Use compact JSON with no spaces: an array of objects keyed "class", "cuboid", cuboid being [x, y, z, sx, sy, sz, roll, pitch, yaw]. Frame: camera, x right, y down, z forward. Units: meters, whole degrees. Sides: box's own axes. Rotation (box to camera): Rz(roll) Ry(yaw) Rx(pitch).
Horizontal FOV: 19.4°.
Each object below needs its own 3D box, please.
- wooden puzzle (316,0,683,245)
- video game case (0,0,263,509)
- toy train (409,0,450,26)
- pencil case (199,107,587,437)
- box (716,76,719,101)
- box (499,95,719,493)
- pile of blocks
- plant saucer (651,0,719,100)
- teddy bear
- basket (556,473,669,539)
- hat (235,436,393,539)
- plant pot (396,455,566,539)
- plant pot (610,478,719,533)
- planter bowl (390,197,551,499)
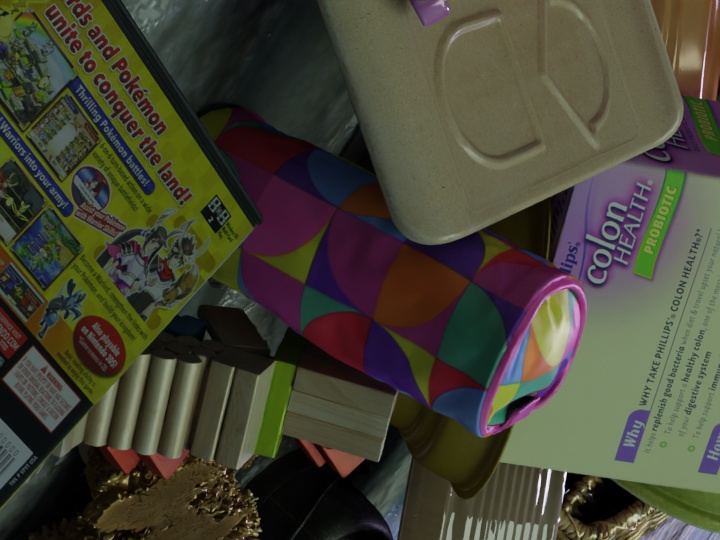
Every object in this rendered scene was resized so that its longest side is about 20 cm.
[{"class":"wooden puzzle","cuboid":[0.049,-0.120,0.928,0.046,0.186,0.199,-15,-174,44]},{"class":"video game case","cuboid":[-0.138,-0.015,0.789,0.181,0.025,0.200,-48,142,-13]},{"class":"toy train","cuboid":[0.086,-0.161,0.831,0.150,0.056,0.200,-31,-175,-20]},{"class":"pencil case","cuboid":[0.000,0.000,0.923,0.088,0.199,0.089,-41,146,-36]},{"class":"box","cuboid":[0.264,-0.137,1.348,0.200,0.101,0.113,-30,148,-44]},{"class":"box","cuboid":[0.175,0.013,1.074,0.097,0.199,0.177,-100,-159,-60]},{"class":"pile of blocks","cuboid":[-0.075,0.058,0.936,0.199,0.082,0.063,8,109,-20]},{"class":"plant saucer","cuboid":[0.178,-0.134,1.153,0.200,0.037,0.202,8,90,-77]},{"class":"teddy bear","cuboid":[-0.103,0.110,1.047,0.145,0.067,0.200,-36,158,3]},{"class":"basket","cuboid":[0.172,0.089,1.432,0.200,0.142,0.149,-48,157,-13]},{"class":"hat","cuboid":[-0.028,0.165,1.232,0.201,0.081,0.201,-44,155,-26]},{"class":"plant pot","cuboid":[0.071,0.139,1.258,0.201,0.092,0.202,10,90,-86]},{"class":"plant pot","cuboid":[0.231,0.020,1.232,0.200,0.200,0.185,-24,148,-49]},{"class":"planter bowl","cuboid":[0.030,0.011,1.079,0.200,0.083,0.202,-170,-90,-80]}]
